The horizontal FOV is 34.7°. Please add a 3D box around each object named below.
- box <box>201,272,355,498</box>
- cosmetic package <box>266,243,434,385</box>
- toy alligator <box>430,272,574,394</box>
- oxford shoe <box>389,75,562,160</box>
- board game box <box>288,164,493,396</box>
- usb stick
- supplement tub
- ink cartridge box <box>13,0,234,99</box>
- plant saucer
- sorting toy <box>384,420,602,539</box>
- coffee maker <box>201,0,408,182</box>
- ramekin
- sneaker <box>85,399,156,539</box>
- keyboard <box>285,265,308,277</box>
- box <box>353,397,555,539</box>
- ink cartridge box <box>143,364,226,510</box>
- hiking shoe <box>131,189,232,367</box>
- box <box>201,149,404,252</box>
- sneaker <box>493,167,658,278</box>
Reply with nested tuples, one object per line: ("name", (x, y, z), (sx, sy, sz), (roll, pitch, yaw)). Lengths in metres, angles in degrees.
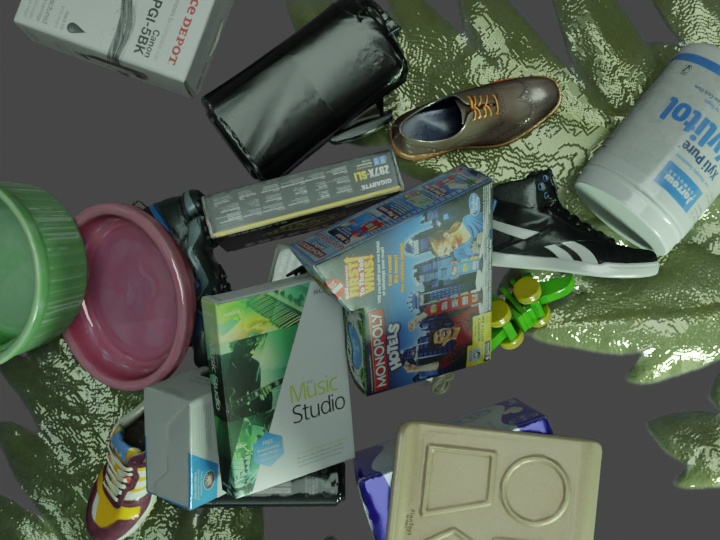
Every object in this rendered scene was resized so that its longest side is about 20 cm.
("box", (-0.078, 0.110, 1.143), (0.144, 0.036, 0.201), (-14, 105, -33))
("cosmetic package", (-0.004, 0.049, 1.249), (0.199, 0.090, 0.107), (14, 83, 3))
("toy alligator", (0.145, 0.057, 1.268), (0.200, 0.059, 0.054), (-37, 48, -3))
("oxford shoe", (0.131, -0.169, 1.268), (0.199, 0.073, 0.072), (-20, 87, -2))
("board game box", (0.032, 0.013, 1.137), (0.199, 0.062, 0.201), (-12, 114, -25))
("usb stick", (-0.116, 0.232, 1.264), (0.199, 0.033, 0.056), (0, 80, -1))
("supplement tub", (0.340, -0.131, 1.240), (0.132, 0.132, 0.200), (39, 87, 1))
("ink cartridge box", (-0.253, -0.295, 1.266), (0.199, 0.083, 0.147), (19, 86, 1))
("plant saucer", (-0.244, 0.026, 1.225), (0.200, 0.051, 0.201), (7, 102, 35))
("sorting toy", (0.122, 0.241, 1.086), (0.199, 0.036, 0.186), (6, 89, -5))
("coffee maker", (-0.063, -0.195, 1.208), (0.200, 0.192, 0.135), (-38, 75, -4))
("ramekin", (-0.384, -0.001, 1.210), (0.199, 0.098, 0.201), (3, 96, 25))
("sneaker", (-0.245, 0.201, 1.219), (0.075, 0.090, 0.200), (34, 95, 25))
("keyboard", (0.000, 0.000, 1.204), (0.200, 0.040, 0.104), (-40, 109, -6))
("box", (0.100, 0.218, 1.191), (0.199, 0.184, 0.105), (-19, 90, -2))
("ink cartridge box", (-0.131, 0.156, 1.206), (0.068, 0.200, 0.116), (12, 107, 35))
("hiking shoe", (-0.192, 0.015, 1.263), (0.086, 0.074, 0.201), (-12, 79, 10))
("box", (-0.059, -0.071, 1.218), (0.199, 0.160, 0.050), (-14, 88, -2))
("sneaker", (0.225, -0.053, 1.248), (0.199, 0.073, 0.112), (5, 94, 10))
